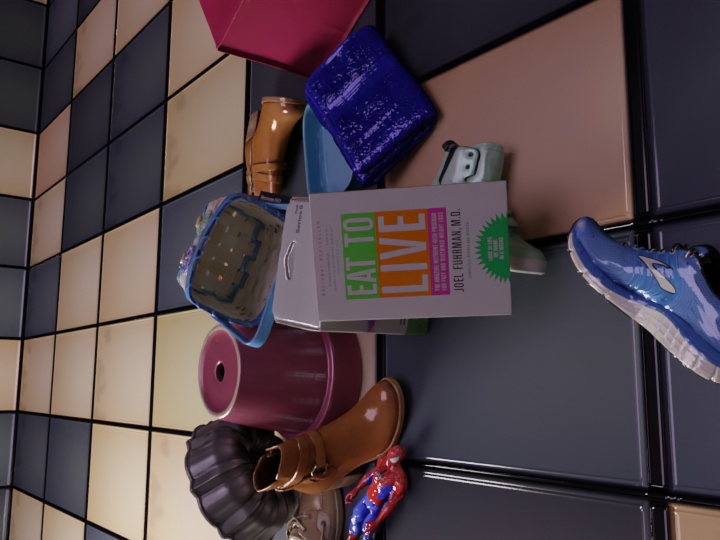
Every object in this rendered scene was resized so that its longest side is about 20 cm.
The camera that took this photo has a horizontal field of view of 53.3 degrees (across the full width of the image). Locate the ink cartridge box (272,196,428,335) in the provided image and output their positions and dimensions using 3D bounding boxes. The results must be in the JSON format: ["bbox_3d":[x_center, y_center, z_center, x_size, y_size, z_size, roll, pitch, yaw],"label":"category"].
[{"bbox_3d":[0.000,0.000,0.865,0.087,0.199,0.147,7,89,44],"label":"ink cartridge box"}]

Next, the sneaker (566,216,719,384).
[{"bbox_3d":[0.270,0.007,0.633,0.200,0.078,0.090,46,113,36],"label":"sneaker"}]

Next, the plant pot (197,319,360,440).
[{"bbox_3d":[-0.126,0.146,1.029,0.199,0.177,0.203,-10,77,50],"label":"plant pot"}]

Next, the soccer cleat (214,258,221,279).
[{"bbox_3d":[-0.206,0.004,1.248,0.200,0.068,0.086,41,121,52],"label":"soccer cleat"}]

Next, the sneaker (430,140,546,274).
[{"bbox_3d":[0.143,-0.078,0.800,0.200,0.073,0.119,40,116,48],"label":"sneaker"}]

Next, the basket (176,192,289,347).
[{"bbox_3d":[-0.148,-0.006,0.924,0.199,0.138,0.178,16,83,48],"label":"basket"}]

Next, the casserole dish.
[{"bbox_3d":[-0.038,-0.189,1.083,0.121,0.038,0.203,-23,67,48],"label":"casserole dish"}]

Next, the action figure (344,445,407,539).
[{"bbox_3d":[0.013,0.309,0.932,0.065,0.051,0.202,46,118,49],"label":"action figure"}]

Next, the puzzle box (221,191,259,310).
[{"bbox_3d":[-0.148,-0.012,1.121,0.025,0.132,0.203,15,97,53],"label":"puzzle box"}]

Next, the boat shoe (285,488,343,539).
[{"bbox_3d":[-0.068,0.367,1.010,0.072,0.064,0.203,-18,71,49],"label":"boat shoe"}]

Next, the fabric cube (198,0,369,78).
[{"bbox_3d":[-0.124,-0.450,1.109,0.200,0.195,0.201,-49,51,34],"label":"fabric cube"}]

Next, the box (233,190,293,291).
[{"bbox_3d":[-0.078,-0.023,1.019,0.198,0.079,0.143,14,78,39],"label":"box"}]

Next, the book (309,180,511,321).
[{"bbox_3d":[0.052,-0.018,0.737,0.048,0.197,0.136,-37,-56,-82],"label":"book"}]

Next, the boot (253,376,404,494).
[{"bbox_3d":[-0.042,0.216,0.927,0.201,0.154,0.077,-55,45,31],"label":"boot"}]

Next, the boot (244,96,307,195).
[{"bbox_3d":[-0.141,-0.197,1.189,0.200,0.073,0.157,171,103,-67],"label":"boot"}]

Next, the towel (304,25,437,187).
[{"bbox_3d":[0.006,-0.231,0.986,0.148,0.049,0.201,-44,58,21],"label":"towel"}]

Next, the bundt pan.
[{"bbox_3d":[-0.160,0.296,1.052,0.075,0.201,0.203,-34,55,16],"label":"bundt pan"}]
